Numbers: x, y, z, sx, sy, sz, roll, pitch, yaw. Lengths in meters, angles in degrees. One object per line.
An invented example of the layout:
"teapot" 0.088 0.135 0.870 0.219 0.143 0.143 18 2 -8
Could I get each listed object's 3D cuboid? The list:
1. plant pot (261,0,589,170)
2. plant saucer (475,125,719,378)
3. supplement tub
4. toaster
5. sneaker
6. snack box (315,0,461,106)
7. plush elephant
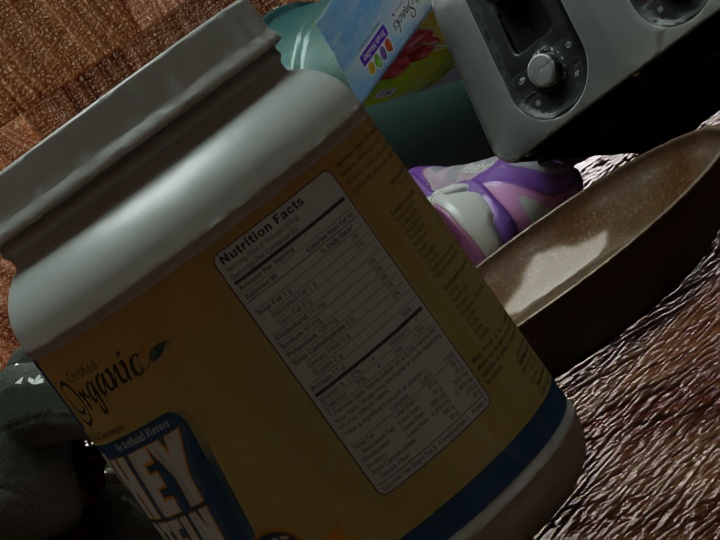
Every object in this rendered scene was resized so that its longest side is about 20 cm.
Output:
"plant pot" 0.051 -0.117 1.367 0.195 0.201 0.200 -20 15 41
"plant saucer" 0.090 0.008 0.911 0.200 0.037 0.200 -35 7 5
"supplement tub" -0.031 0.023 0.710 0.144 0.201 0.145 -35 6 5
"toaster" 0.162 -0.145 1.050 0.180 0.119 0.199 -36 -16 34
"sneaker" 0.074 -0.030 1.115 0.088 0.081 0.200 -30 11 -8
"snack box" 0.097 -0.183 1.178 0.199 0.068 0.169 -20 -17 -32
"plush elephant" -0.150 0.115 1.005 0.199 0.166 0.154 8 -8 33
